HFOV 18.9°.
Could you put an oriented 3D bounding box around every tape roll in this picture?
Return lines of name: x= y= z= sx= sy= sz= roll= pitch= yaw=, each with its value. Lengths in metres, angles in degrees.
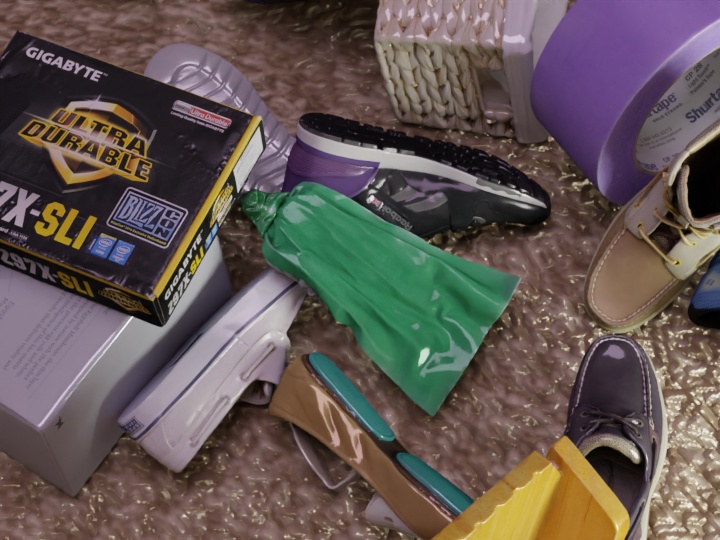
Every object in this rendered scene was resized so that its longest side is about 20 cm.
tape roll: x=0.225 y=-0.147 z=1.550 sx=0.200 sy=0.200 sz=0.085 roll=-33 pitch=62 yaw=-11

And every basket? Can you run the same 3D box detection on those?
basket: x=0.089 y=-0.215 z=1.645 sx=0.123 sy=0.136 sz=0.201 roll=4 pitch=62 yaw=14

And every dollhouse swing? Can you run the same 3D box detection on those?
dollhouse swing: x=0.119 y=0.250 z=1.328 sx=0.176 sy=0.182 sz=0.200 roll=35 pitch=42 yaw=22

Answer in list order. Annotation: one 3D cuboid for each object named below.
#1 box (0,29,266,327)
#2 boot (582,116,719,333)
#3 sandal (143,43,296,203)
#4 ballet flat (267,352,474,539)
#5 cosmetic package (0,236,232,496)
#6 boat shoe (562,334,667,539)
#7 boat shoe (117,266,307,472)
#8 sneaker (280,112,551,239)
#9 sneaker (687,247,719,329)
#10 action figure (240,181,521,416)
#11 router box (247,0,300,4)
box: x=-0.189 y=-0.067 z=1.507 sx=0.199 sy=0.049 sz=0.160 roll=21 pitch=67 yaw=16
boot: x=0.222 y=-0.036 z=1.490 sx=0.072 sy=0.155 sz=0.200 roll=41 pitch=99 yaw=4
sandal: x=-0.091 y=-0.088 z=1.643 sx=0.203 sy=0.050 sz=0.082 roll=44 pitch=70 yaw=10
ballet flat: x=0.013 y=0.141 z=1.505 sx=0.200 sy=0.069 sz=0.063 roll=44 pitch=102 yaw=25
cosmetic package: x=-0.233 y=0.018 z=1.560 sx=0.200 sy=0.123 sz=0.200 roll=29 pitch=68 yaw=21
boat shoe: x=0.172 y=0.129 z=1.482 sx=0.072 sy=0.065 sz=0.201 roll=6 pitch=62 yaw=10
boat shoe: x=-0.086 y=0.065 z=1.554 sx=0.070 sy=0.071 sz=0.200 roll=47 pitch=59 yaw=-8
sneaker: x=0.039 y=-0.051 z=1.600 sx=0.199 sy=0.088 sz=0.076 roll=14 pitch=18 yaw=-9
sneaker: x=0.314 y=0.060 z=1.505 sx=0.200 sy=0.079 sz=0.089 roll=34 pitch=77 yaw=31
action figure: x=0.000 y=0.000 z=1.541 sx=0.200 sy=0.055 sz=0.118 roll=34 pitch=78 yaw=-3
router box: x=-0.036 y=-0.312 z=1.669 sx=0.157 sy=0.052 sz=0.201 roll=2 pitch=82 yaw=53
